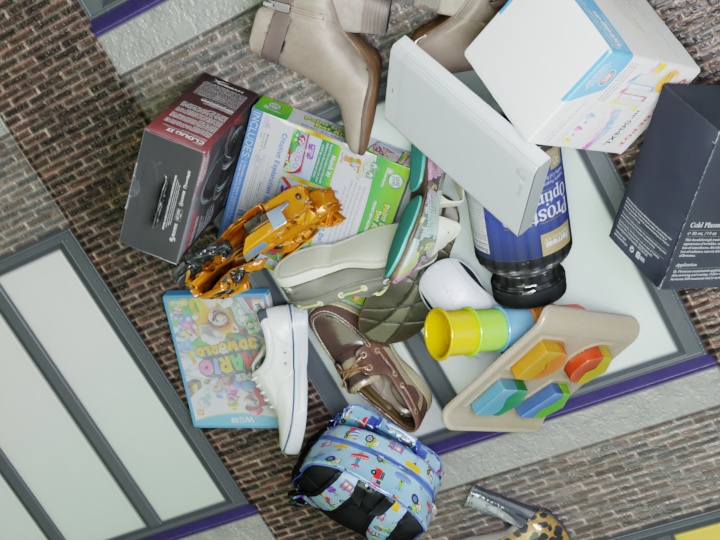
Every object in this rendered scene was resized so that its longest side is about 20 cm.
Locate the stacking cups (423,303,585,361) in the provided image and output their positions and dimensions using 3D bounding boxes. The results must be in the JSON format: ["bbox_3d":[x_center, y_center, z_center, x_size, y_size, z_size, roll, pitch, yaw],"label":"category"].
[{"bbox_3d":[0.169,0.067,1.559,0.199,0.061,0.061,-3,127,-31],"label":"stacking cups"}]

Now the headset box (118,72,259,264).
[{"bbox_3d":[-0.195,-0.113,1.538,0.077,0.200,0.149,21,121,4],"label":"headset box"}]

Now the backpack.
[{"bbox_3d":[0.016,0.251,1.666,0.182,0.135,0.200,31,158,1],"label":"backpack"}]

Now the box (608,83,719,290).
[{"bbox_3d":[0.385,-0.086,1.393,0.199,0.104,0.183,-2,125,-26],"label":"box"}]

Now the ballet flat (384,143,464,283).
[{"bbox_3d":[0.080,-0.075,1.503,0.071,0.201,0.069,17,161,-16],"label":"ballet flat"}]

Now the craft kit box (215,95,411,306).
[{"bbox_3d":[-0.055,-0.080,1.609,0.197,0.049,0.201,23,121,5],"label":"craft kit box"}]

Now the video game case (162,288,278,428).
[{"bbox_3d":[-0.168,0.116,1.760,0.143,0.018,0.201,-2,117,16],"label":"video game case"}]

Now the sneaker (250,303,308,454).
[{"bbox_3d":[-0.102,0.135,1.710,0.070,0.073,0.201,-1,105,-5],"label":"sneaker"}]

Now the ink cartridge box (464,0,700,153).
[{"bbox_3d":[0.232,-0.208,1.371,0.129,0.200,0.125,-48,60,32],"label":"ink cartridge box"}]

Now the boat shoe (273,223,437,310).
[{"bbox_3d":[0.001,-0.002,1.573,0.201,0.072,0.060,-13,123,21],"label":"boat shoe"}]

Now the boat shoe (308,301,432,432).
[{"bbox_3d":[0.008,0.121,1.682,0.072,0.072,0.200,-34,104,28],"label":"boat shoe"}]

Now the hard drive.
[{"bbox_3d":[0.105,-0.136,1.399,0.200,0.026,0.132,44,158,19],"label":"hard drive"}]

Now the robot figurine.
[{"bbox_3d":[-0.119,-0.028,1.551,0.200,0.145,0.058,-35,79,18],"label":"robot figurine"}]

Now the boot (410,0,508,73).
[{"bbox_3d":[0.122,-0.240,1.462,0.146,0.070,0.201,8,128,1],"label":"boot"}]

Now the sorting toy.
[{"bbox_3d":[0.213,0.124,1.581,0.200,0.185,0.037,-50,52,29],"label":"sorting toy"}]

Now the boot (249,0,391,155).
[{"bbox_3d":[-0.049,-0.236,1.494,0.146,0.070,0.201,10,107,3],"label":"boot"}]

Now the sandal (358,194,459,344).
[{"bbox_3d":[0.060,-0.003,1.617,0.081,0.055,0.201,19,107,-2],"label":"sandal"}]

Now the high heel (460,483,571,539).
[{"bbox_3d":[0.183,0.387,1.775,0.142,0.071,0.201,21,112,11],"label":"high heel"}]

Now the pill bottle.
[{"bbox_3d":[0.175,-0.064,1.512,0.111,0.112,0.201,-3,117,17],"label":"pill bottle"}]

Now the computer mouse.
[{"bbox_3d":[0.141,0.070,1.600,0.110,0.044,0.200,-39,115,8],"label":"computer mouse"}]
